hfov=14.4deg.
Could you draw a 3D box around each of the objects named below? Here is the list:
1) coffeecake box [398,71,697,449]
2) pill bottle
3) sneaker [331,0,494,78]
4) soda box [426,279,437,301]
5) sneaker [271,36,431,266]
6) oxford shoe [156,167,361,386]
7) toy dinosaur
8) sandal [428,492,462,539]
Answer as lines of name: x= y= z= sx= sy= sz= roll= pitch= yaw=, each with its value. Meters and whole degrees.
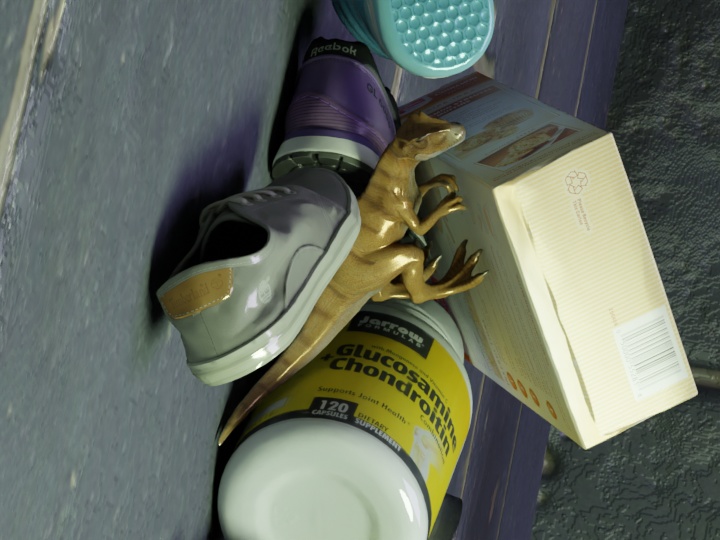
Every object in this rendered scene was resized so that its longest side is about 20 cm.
coffeecake box: x=0.091 y=-0.010 z=1.536 sx=0.154 sy=0.073 sz=0.200 roll=69 pitch=-12 yaw=-19
pill bottle: x=-0.001 y=0.087 z=1.531 sx=0.200 sy=0.112 sz=0.112 roll=-65 pitch=162 yaw=-61
sneaker: x=0.011 y=-0.199 z=1.482 sx=0.131 sy=0.079 sz=0.201 roll=-168 pitch=-109 yaw=-78
soda box: x=0.007 y=0.081 z=1.701 sx=0.063 sy=0.070 sz=0.201 roll=-62 pitch=159 yaw=-62
sneaker: x=0.003 y=-0.059 z=1.541 sx=0.200 sy=0.075 sz=0.088 roll=76 pitch=20 yaw=-67
oxford shoe: x=-0.047 y=-0.013 z=1.313 sx=0.058 sy=0.075 sz=0.200 roll=58 pitch=21 yaw=-14
toy dinosaur: x=0.000 y=0.000 z=1.464 sx=0.106 sy=0.060 sz=0.200 roll=13 pitch=114 yaw=-40
sandal: x=0.042 y=0.188 z=1.603 sx=0.200 sy=0.043 sz=0.076 roll=97 pitch=14 yaw=-58
